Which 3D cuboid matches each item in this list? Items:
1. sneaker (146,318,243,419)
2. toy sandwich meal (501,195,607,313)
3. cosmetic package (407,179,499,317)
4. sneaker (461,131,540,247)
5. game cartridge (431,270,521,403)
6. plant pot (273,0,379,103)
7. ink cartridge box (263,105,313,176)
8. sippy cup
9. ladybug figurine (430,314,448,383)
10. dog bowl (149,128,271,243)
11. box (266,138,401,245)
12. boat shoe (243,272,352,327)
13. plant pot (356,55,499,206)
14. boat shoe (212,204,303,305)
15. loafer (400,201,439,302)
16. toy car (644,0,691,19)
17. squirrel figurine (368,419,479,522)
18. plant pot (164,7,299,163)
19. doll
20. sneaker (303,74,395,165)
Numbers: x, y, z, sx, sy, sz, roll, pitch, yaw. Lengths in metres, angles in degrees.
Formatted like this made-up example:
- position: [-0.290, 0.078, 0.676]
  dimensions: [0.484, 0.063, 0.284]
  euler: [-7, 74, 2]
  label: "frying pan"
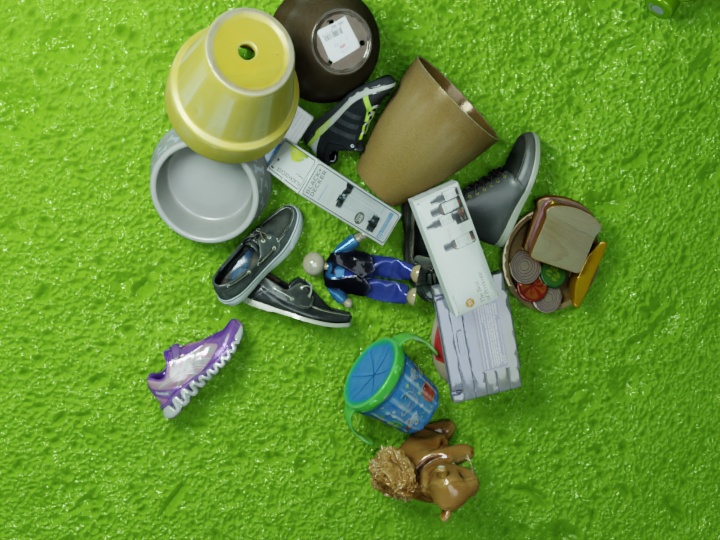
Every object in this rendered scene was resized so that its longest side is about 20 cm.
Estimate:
- position: [-0.278, 0.148, 1.695]
  dimensions: [0.088, 0.081, 0.200]
  euler: [44, 91, -7]
  label: "sneaker"
- position: [0.341, -0.024, 1.777]
  dimensions: [0.201, 0.070, 0.210]
  euler: [-2, 101, -10]
  label: "toy sandwich meal"
- position: [0.151, -0.035, 1.648]
  dimensions: [0.081, 0.051, 0.203]
  euler: [-23, 103, -2]
  label: "cosmetic package"
- position: [0.228, -0.148, 1.729]
  dimensions: [0.104, 0.075, 0.203]
  euler: [18, 98, -15]
  label: "sneaker"
- position: [0.197, 0.110, 1.721]
  dimensions: [0.127, 0.038, 0.204]
  euler: [-13, 100, -10]
  label: "game cartridge"
- position: [-0.045, -0.350, 1.576]
  dimensions: [0.183, 0.200, 0.191]
  euler: [-2, 101, -9]
  label: "plant pot"
- position: [-0.188, -0.257, 1.635]
  dimensions: [0.198, 0.068, 0.117]
  euler: [34, 93, -14]
  label: "ink cartridge box"
- position: [0.060, 0.206, 1.745]
  dimensions: [0.130, 0.141, 0.177]
  euler: [38, 124, -25]
  label: "sippy cup"
- position: [0.193, 0.110, 1.774]
  dimensions: [0.133, 0.072, 0.204]
  euler: [7, 99, -11]
  label: "ladybug figurine"
- position: [-0.241, -0.134, 1.617]
  dimensions: [0.196, 0.059, 0.203]
  euler: [2, 120, 4]
  label: "dog bowl"
- position: [-0.041, -0.124, 1.627]
  dimensions: [0.199, 0.116, 0.061]
  euler: [29, 96, -39]
  label: "box"
- position: [-0.102, 0.047, 1.707]
  dimensions: [0.197, 0.072, 0.069]
  euler: [19, 94, -8]
  label: "boat shoe"
- position: [0.092, -0.206, 1.653]
  dimensions: [0.186, 0.187, 0.200]
  euler: [40, 106, -15]
  label: "plant pot"
- position: [-0.165, -0.032, 1.658]
  dimensions: [0.068, 0.057, 0.201]
  euler: [29, 73, 28]
  label: "boat shoe"
- position: [0.107, -0.039, 1.734]
  dimensions: [0.070, 0.063, 0.204]
  euler: [-13, 103, -7]
  label: "loafer"
- position: [0.486, -0.548, 1.673]
  dimensions: [0.199, 0.158, 0.166]
  euler: [36, 81, -3]
  label: "toy car"
- position: [0.110, 0.357, 1.746]
  dimensions: [0.196, 0.187, 0.145]
  euler: [-2, 102, -10]
  label: "squirrel figurine"
- position: [-0.176, -0.280, 1.482]
  dimensions: [0.197, 0.189, 0.205]
  euler: [4, 76, -16]
  label: "plant pot"
- position: [0.000, 0.000, 1.718]
  dimensions: [0.196, 0.049, 0.139]
  euler: [10, 104, 2]
  label: "doll"
- position: [-0.005, -0.236, 1.641]
  dimensions: [0.199, 0.072, 0.084]
  euler: [-33, 92, 36]
  label: "sneaker"
